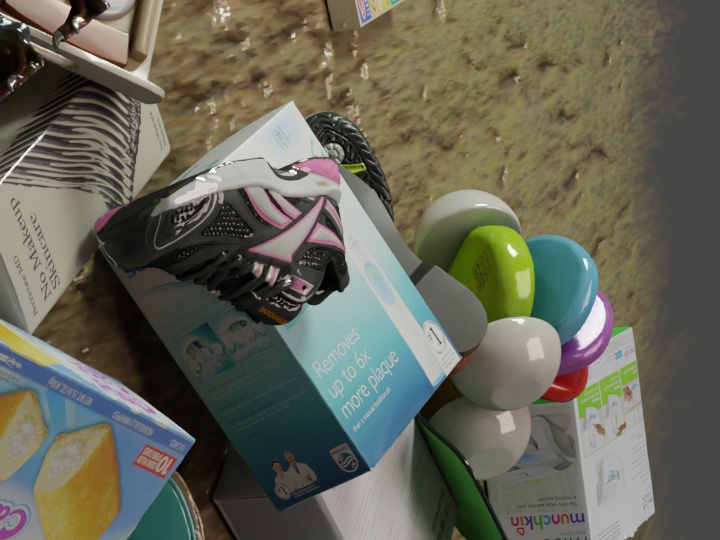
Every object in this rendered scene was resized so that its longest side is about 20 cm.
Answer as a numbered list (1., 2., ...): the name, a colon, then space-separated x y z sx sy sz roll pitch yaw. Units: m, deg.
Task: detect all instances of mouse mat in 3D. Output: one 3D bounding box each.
1. mouse mat: 0.064 0.154 1.564 0.200 0.007 0.162 44 -16 57

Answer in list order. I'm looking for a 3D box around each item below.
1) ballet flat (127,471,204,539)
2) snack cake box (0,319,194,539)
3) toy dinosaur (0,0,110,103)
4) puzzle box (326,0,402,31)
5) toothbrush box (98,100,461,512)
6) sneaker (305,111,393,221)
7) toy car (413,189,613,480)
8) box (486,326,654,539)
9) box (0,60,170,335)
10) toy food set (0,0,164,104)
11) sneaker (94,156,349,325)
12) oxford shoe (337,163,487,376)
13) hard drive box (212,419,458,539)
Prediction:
1. ballet flat: -0.119 0.211 1.252 0.065 0.070 0.202 136 -48 -86
2. snack cake box: -0.180 0.089 1.050 0.115 0.067 0.200 -56 149 -1
3. toy dinosaur: -0.215 -0.166 1.039 0.182 0.105 0.200 49 23 -10
4. puzzle box: -0.008 -0.296 1.659 0.133 0.025 0.202 -42 123 -61
5. toothbrush box: -0.046 0.020 1.328 0.201 0.085 0.146 56 36 -8
6. sneaker: -0.008 -0.017 1.558 0.076 0.075 0.202 -155 -133 -76
7. toy car: 0.114 0.047 1.613 0.201 0.149 0.176 106 -25 -46
8. box: 0.185 0.153 1.905 0.200 0.096 0.178 -19 102 -66
9. box: -0.175 -0.047 1.155 0.200 0.068 0.083 -63 141 -53
10. toy food set: -0.154 -0.199 1.162 0.143 0.060 0.202 23 57 -24
11. sneaker: -0.060 -0.012 1.190 0.199 0.080 0.087 -11 81 -55
12. oxford shoe: 0.000 0.000 1.480 0.071 0.200 0.071 -36 163 -25
13. hard drive box: -0.011 0.159 1.475 0.157 0.076 0.201 -72 147 -44
